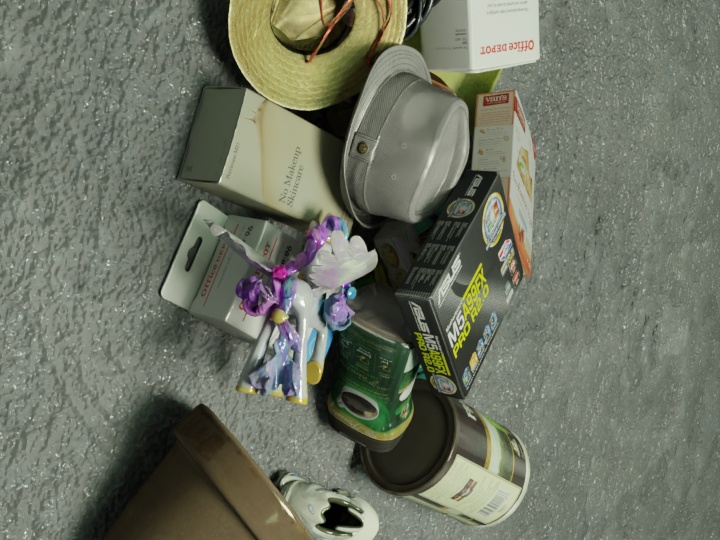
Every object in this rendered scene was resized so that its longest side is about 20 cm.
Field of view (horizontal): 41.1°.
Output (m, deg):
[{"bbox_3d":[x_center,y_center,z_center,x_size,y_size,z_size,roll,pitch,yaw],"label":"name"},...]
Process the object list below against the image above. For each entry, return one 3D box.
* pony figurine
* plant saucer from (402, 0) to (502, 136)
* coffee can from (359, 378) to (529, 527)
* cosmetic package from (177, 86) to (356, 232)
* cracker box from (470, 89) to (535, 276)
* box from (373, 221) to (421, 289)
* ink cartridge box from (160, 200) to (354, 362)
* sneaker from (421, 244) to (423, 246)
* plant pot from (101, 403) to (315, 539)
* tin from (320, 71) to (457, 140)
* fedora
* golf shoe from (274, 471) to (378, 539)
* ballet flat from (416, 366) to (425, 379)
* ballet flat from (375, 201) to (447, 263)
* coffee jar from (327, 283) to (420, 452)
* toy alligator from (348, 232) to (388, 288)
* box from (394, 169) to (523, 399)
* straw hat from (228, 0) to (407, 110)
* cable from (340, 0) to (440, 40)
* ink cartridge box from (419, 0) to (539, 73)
[{"bbox_3d":[-0.066,0.025,0.941,0.193,0.165,0.202,42,60,-77],"label":"pony figurine"},{"bbox_3d":[0.113,-0.305,1.223,0.200,0.048,0.201,44,66,-43],"label":"plant saucer"},{"bbox_3d":[0.113,0.244,1.260,0.200,0.145,0.148,35,73,-46],"label":"coffee can"},{"bbox_3d":[-0.087,-0.111,1.027,0.199,0.073,0.105,20,83,-48],"label":"cosmetic package"},{"bbox_3d":[0.183,-0.109,1.228,0.134,0.057,0.202,53,38,-55],"label":"cracker box"},{"bbox_3d":[0.072,0.033,1.170,0.039,0.041,0.201,-53,130,-46],"label":"box"},{"bbox_3d":[-0.106,0.019,1.035,0.200,0.067,0.117,33,73,-45],"label":"ink cartridge box"},{"bbox_3d":[0.118,-0.011,1.225,0.116,0.075,0.201,-49,168,-33],"label":"sneaker"},{"bbox_3d":[-0.162,0.263,0.955,0.174,0.200,0.201,-38,126,-15],"label":"plant pot"},{"bbox_3d":[0.033,-0.194,1.127,0.199,0.042,0.112,15,119,-47],"label":"tin"},{"bbox_3d":[0.060,-0.133,1.038,0.176,0.090,0.202,9,102,-62],"label":"fedora"},{"bbox_3d":[-0.024,0.306,1.161,0.199,0.097,0.079,31,73,-47],"label":"golf shoe"},{"bbox_3d":[0.073,0.112,1.260,0.199,0.069,0.070,25,79,-49],"label":"ballet flat"},{"bbox_3d":[0.093,-0.049,1.247,0.199,0.068,0.073,-33,141,-38],"label":"ballet flat"},{"bbox_3d":[0.019,0.119,1.119,0.085,0.104,0.201,-46,155,-44],"label":"coffee jar"},{"bbox_3d":[0.000,0.000,1.162,0.054,0.059,0.202,-90,166,-68],"label":"toy alligator"},{"bbox_3d":[0.115,0.014,1.059,0.201,0.044,0.161,-58,142,-36],"label":"box"},{"bbox_3d":[-0.057,-0.272,1.010,0.199,0.085,0.203,-12,119,-22],"label":"straw hat"},{"bbox_3d":[0.012,-0.348,1.062,0.162,0.051,0.202,-24,112,-15],"label":"cable"},{"bbox_3d":[0.141,-0.345,1.147,0.144,0.083,0.202,-19,111,-43],"label":"ink cartridge box"}]
